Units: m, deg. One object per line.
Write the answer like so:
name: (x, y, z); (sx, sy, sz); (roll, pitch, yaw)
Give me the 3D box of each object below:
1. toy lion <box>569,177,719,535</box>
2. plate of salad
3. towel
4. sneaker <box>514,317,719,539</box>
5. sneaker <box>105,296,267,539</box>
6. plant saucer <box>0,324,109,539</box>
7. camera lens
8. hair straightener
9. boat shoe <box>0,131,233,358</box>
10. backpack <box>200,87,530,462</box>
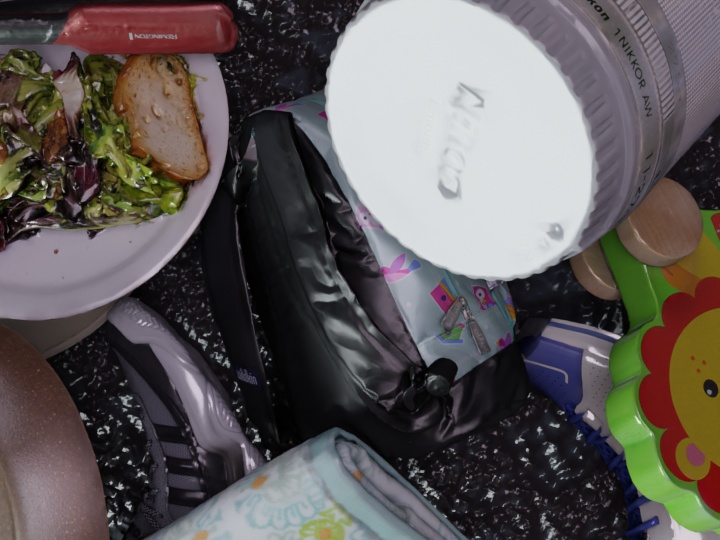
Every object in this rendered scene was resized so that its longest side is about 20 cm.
toy lion: (0.209, 0.041, 0.808); (0.199, 0.069, 0.193); (-14, 76, -30)
plate of salad: (-0.169, -0.073, 0.815); (0.198, 0.048, 0.202); (-3, 74, 11)
towel: (-0.021, 0.183, 0.806); (0.171, 0.048, 0.200); (-34, 122, 17)
sneaker: (0.166, 0.110, 0.855); (0.198, 0.081, 0.116); (25, 87, -1)
sneaker: (-0.110, 0.121, 0.854); (0.113, 0.075, 0.201); (-34, 92, -3)
plant saucer: (-0.209, 0.128, 0.811); (0.199, 0.036, 0.202); (7, 101, 43)
camera lens: (0.095, -0.106, 0.743); (0.160, 0.160, 0.200); (48, 47, 0)
hair straightener: (-0.162, -0.147, 0.817); (0.198, 0.041, 0.077); (-5, 53, 7)
boat shoe: (-0.155, -0.022, 0.865); (0.200, 0.072, 0.060); (-41, 46, 3)
backpack: (0.000, 0.000, 0.823); (0.126, 0.166, 0.201); (-20, 87, -42)
